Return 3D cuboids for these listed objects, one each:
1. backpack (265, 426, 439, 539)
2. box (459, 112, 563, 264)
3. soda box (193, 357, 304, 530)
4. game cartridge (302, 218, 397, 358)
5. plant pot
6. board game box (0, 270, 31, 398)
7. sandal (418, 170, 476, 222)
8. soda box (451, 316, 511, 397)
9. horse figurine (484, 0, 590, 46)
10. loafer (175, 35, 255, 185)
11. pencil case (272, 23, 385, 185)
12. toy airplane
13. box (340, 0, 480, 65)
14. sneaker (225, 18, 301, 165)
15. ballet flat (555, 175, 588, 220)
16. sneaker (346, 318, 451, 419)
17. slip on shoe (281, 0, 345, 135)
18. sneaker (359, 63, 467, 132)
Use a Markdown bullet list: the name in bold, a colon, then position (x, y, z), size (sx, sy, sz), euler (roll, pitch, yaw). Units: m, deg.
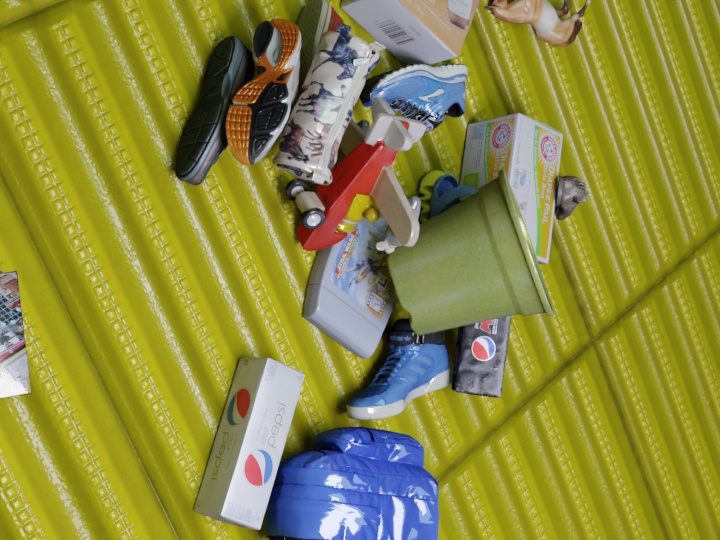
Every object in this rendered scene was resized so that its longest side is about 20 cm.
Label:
- **backpack**: position (-0.021, 0.285, 1.585), size (0.197, 0.162, 0.171), euler (6, 74, -26)
- **box**: position (0.216, -0.115, 1.832), size (0.100, 0.112, 0.203), euler (18, 75, -37)
- **soda box**: position (-0.137, 0.211, 1.547), size (0.063, 0.068, 0.203), euler (28, 70, -34)
- **game cartridge**: position (0.000, 0.000, 1.697), size (0.133, 0.041, 0.202), euler (39, 64, -35)
- **plant pot**: position (0.136, -0.007, 1.637), size (0.200, 0.182, 0.203), euler (-19, 90, -80)
- **board game box**: position (-0.453, 0.079, 1.319), size (0.198, 0.034, 0.138), euler (-7, 91, -39)
- **sandal**: position (0.123, -0.044, 1.769), size (0.079, 0.086, 0.204), euler (5, 85, -41)
- **soda box**: position (0.173, 0.073, 1.746), size (0.069, 0.063, 0.204), euler (8, 86, -1)
- **horse figurine**: position (0.292, -0.411, 1.951), size (0.199, 0.050, 0.134), euler (33, 79, -39)
- **loafer**: position (-0.170, -0.192, 1.551), size (0.063, 0.071, 0.203), euler (32, 66, -39)
- **pencil case**: position (-0.041, -0.201, 1.553), size (0.077, 0.089, 0.203), euler (29, 76, -32)
- **toy airplane**: position (0.015, -0.118, 1.615), size (0.141, 0.197, 0.203), euler (32, 64, -44)
- **box**: position (0.087, -0.414, 1.751), size (0.152, 0.106, 0.202), euler (35, 66, -32)
- **sneaker**: position (-0.110, -0.207, 1.546), size (0.092, 0.074, 0.203), euler (78, 25, -61)
- **ballet flat**: position (0.320, -0.112, 1.890), size (0.200, 0.046, 0.069), euler (20, 76, -81)
- **sneaker**: position (0.047, 0.125, 1.697), size (0.198, 0.076, 0.113), euler (-20, 105, -43)
- **slip on shoe**: position (-0.060, -0.259, 1.645), size (0.061, 0.073, 0.203), euler (28, 65, -37)
- **sneaker**: position (0.082, -0.240, 1.753), size (0.198, 0.078, 0.091), euler (-10, 90, -39)
